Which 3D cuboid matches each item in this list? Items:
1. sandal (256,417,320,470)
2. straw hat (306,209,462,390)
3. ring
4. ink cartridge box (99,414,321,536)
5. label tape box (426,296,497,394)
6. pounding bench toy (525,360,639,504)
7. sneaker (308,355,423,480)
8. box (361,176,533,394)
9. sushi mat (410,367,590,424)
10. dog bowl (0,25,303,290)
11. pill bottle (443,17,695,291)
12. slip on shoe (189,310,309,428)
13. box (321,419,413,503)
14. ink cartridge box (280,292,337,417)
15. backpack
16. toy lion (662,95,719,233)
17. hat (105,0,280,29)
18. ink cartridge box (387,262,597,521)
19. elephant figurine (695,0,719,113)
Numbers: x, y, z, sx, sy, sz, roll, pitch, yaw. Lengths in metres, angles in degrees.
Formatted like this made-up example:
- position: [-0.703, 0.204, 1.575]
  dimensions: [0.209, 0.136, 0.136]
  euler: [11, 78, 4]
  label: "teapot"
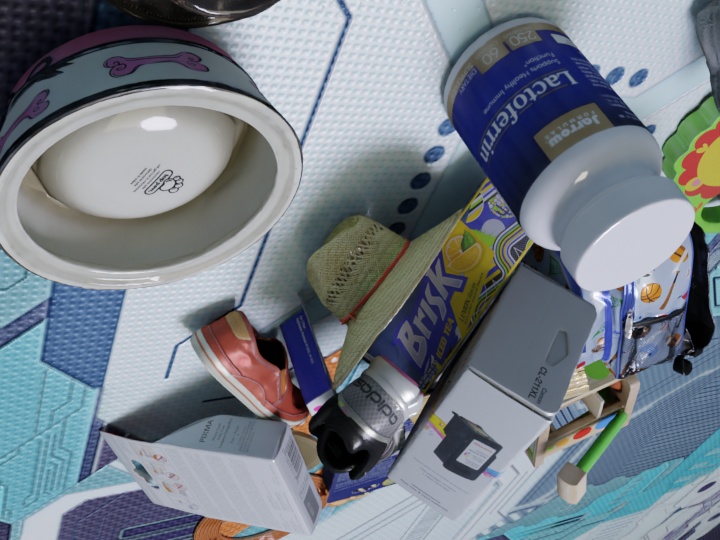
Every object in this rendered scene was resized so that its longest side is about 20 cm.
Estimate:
- position: [-0.121, 0.192, 0.962]
  dimensions: [0.211, 0.070, 0.078]
  euler: [-27, 119, 33]
  label: "sandal"
- position: [0.000, 0.000, 0.755]
  dimensions: [0.202, 0.085, 0.201]
  euler: [-55, -179, 2]
  label: "straw hat"
- position: [-0.130, 0.341, 1.181]
  dimensions: [0.199, 0.019, 0.201]
  euler: [-19, 145, -14]
  label: "ring"
- position: [-0.152, 0.208, 0.904]
  dimensions: [0.198, 0.047, 0.161]
  euler: [6, 140, 19]
  label: "ink cartridge box"
- position: [0.127, 0.096, 0.947]
  dimensions: [0.198, 0.064, 0.145]
  euler: [9, 135, -16]
  label: "label tape box"
- position: [0.278, 0.174, 1.081]
  dimensions: [0.155, 0.201, 0.125]
  euler: [-22, 146, -7]
  label: "pounding bench toy"
- position: [-0.006, 0.143, 0.759]
  dimensions: [0.087, 0.074, 0.200]
  euler: [-38, 167, -22]
  label: "sneaker"
- position: [0.084, 0.016, 0.783]
  dimensions: [0.201, 0.070, 0.064]
  euler: [-55, 176, 5]
  label: "box"
- position: [0.147, 0.137, 0.938]
  dimensions: [0.199, 0.012, 0.096]
  euler: [-20, 135, 11]
  label: "sushi mat"
- position: [-0.142, -0.073, 0.564]
  dimensions: [0.199, 0.074, 0.201]
  euler: [-18, 150, -10]
  label: "dog bowl"
- position: [0.154, -0.089, 0.650]
  dimensions: [0.115, 0.201, 0.116]
  euler: [-18, 145, -14]
  label: "pill bottle"
- position: [-0.093, 0.101, 0.849]
  dimensions: [0.061, 0.074, 0.200]
  euler: [-37, 143, -1]
  label: "slip on shoe"
- position: [0.018, 0.234, 1.130]
  dimensions: [0.120, 0.033, 0.201]
  euler: [-10, 141, -23]
  label: "box"
- position: [-0.043, 0.115, 0.874]
  dimensions: [0.037, 0.095, 0.201]
  euler: [-19, 145, -6]
  label: "ink cartridge box"
- position: [0.238, -0.011, 0.842]
  dimensions: [0.153, 0.200, 0.191]
  euler: [-16, 132, -17]
  label: "backpack"
- position: [0.403, -0.116, 0.921]
  dimensions: [0.190, 0.069, 0.201]
  euler: [-5, 141, -19]
  label: "toy lion"
- position: [-0.066, -0.198, 0.462]
  dimensions: [0.199, 0.081, 0.201]
  euler: [-18, 144, -14]
  label: "hat"
- position: [0.117, 0.113, 0.785]
  dimensions: [0.146, 0.083, 0.201]
  euler: [-53, 173, -43]
  label: "ink cartridge box"
- position: [0.399, -0.209, 0.742]
  dimensions: [0.199, 0.142, 0.155]
  euler: [-30, 179, -25]
  label: "elephant figurine"
